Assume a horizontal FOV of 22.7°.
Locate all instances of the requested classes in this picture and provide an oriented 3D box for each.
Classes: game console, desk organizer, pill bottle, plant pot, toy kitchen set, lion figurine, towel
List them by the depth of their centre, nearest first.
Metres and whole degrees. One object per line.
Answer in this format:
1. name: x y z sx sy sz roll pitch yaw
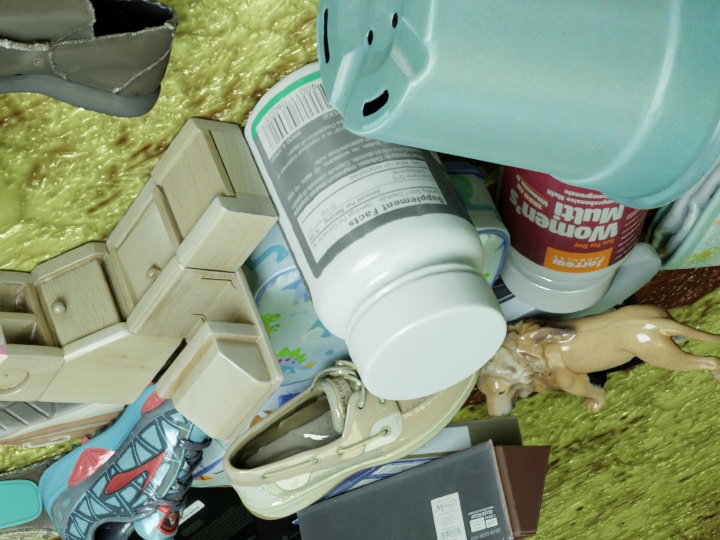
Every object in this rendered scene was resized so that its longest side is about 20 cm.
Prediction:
1. plant pot: 0.091 -0.143 1.034 0.195 0.201 0.201 4 139 -27
2. toy kitchen set: -0.164 0.026 1.116 0.180 0.164 0.200 5 137 -40
3. pill bottle: 0.009 -0.027 1.124 0.112 0.201 0.113 -18 149 -11
4. pill bottle: 0.151 -0.062 1.260 0.109 0.110 0.201 -16 147 -14
5. desk organizer: 0.052 0.188 1.337 0.199 0.072 0.077 -25 160 38
6. lion figurine: 0.181 0.057 1.337 0.199 0.073 0.122 -24 147 28
7. towel: 0.339 -0.073 1.437 0.170 0.048 0.200 -1 142 -33
8. game console: -0.110 0.216 1.581 0.200 0.117 0.176 -38 117 20

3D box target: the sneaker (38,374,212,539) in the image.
1. sneaker: -0.137 0.143 1.258 0.200 0.096 0.079 -39 152 28

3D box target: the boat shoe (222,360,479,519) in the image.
1. boat shoe: -0.005 0.099 1.261 0.199 0.072 0.065 -31 142 -5

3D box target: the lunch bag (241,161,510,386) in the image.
1. lunch bag: 0.000 0.000 1.271 0.199 0.083 0.161 -12 149 -20

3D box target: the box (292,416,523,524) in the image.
1. box: 0.028 0.157 1.394 0.120 0.033 0.200 -3 160 -24

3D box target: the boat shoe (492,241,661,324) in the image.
1. boat shoe: 0.133 0.011 1.399 0.198 0.068 0.074 -26 154 13

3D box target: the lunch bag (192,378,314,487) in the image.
1. lunch bag: -0.045 0.113 1.383 0.199 0.076 0.160 -6 163 -31

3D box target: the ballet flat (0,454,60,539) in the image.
1. ballet flat: -0.245 0.181 1.402 0.199 0.068 0.075 -6 167 -19

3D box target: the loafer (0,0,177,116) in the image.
1. loafer: -0.179 -0.137 0.949 0.199 0.073 0.071 5 129 -48

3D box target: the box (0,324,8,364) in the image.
1. box: -0.270 -0.010 0.952 0.094 0.201 0.103 12 133 -42

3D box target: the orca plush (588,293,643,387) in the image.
1. orca plush: 0.191 0.063 1.512 0.105 0.071 0.200 -38 147 20

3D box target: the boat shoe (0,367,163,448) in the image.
1. boat shoe: -0.236 0.097 1.261 0.199 0.076 0.072 -6 146 -26
